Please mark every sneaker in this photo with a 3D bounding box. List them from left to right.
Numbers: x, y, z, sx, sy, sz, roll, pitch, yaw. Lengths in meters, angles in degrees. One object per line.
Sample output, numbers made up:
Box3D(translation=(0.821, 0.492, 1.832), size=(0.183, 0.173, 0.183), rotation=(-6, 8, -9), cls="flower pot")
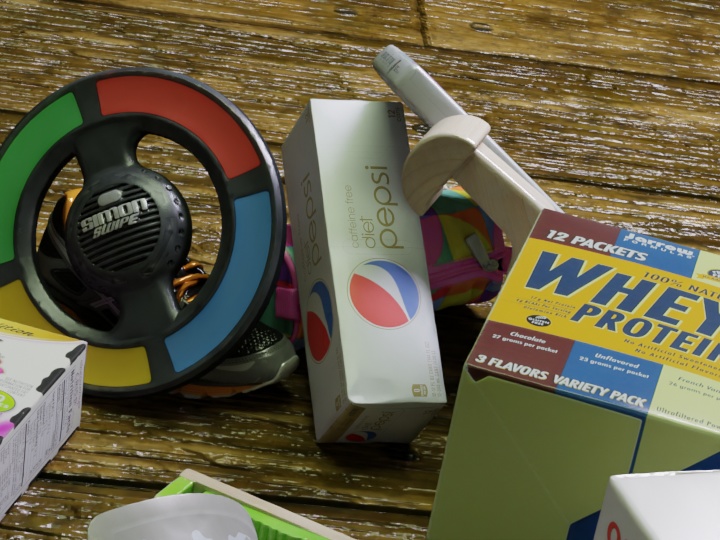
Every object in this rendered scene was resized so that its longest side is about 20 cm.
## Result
Box3D(translation=(-0.124, 0.016, 1.418), size=(0.199, 0.078, 0.078), rotation=(24, 27, 23), cls="sneaker")

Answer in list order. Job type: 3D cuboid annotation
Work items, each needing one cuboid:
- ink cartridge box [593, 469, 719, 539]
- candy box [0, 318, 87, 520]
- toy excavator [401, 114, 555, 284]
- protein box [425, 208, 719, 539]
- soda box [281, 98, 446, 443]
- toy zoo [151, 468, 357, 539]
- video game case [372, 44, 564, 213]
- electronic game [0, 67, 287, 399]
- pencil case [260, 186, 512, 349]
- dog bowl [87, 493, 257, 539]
Box3D(translation=(0.148, 0.206, 0.992), size=(0.084, 0.201, 0.146), rotation=(0, 27, -20), cls="ink cartridge box")
Box3D(translation=(-0.247, 0.087, 1.247), size=(0.136, 0.061, 0.200), rotation=(14, 26, 10), cls="candy box")
Box3D(translation=(0.107, 0.026, 1.335), size=(0.193, 0.201, 0.100), rotation=(19, 26, 12), cls="toy excavator")
Box3D(translation=(0.119, 0.108, 1.180), size=(0.134, 0.200, 0.200), rotation=(15, 26, 9), cls="protein box")
Box3D(translation=(0.000, 0.000, 1.385), size=(0.063, 0.068, 0.201), rotation=(0, 66, -19), cls="soda box")
Box3D(translation=(-0.085, 0.172, 1.180), size=(0.131, 0.021, 0.200), rotation=(21, 28, 20), cls="toy zoo")
Box3D(translation=(0.088, -0.059, 1.434), size=(0.200, 0.024, 0.182), rotation=(45, 4, -9), cls="video game case")
Box3D(translation=(-0.140, -0.023, 1.375), size=(0.199, 0.201, 0.042), rotation=(19, -4, 18), cls="electronic game")
Box3D(translation=(0.010, -0.003, 1.496), size=(0.199, 0.089, 0.088), rotation=(-14, 35, -36), cls="pencil case")
Box3D(translation=(-0.116, 0.180, 0.970), size=(0.199, 0.200, 0.059), rotation=(-14, 57, -40), cls="dog bowl")
